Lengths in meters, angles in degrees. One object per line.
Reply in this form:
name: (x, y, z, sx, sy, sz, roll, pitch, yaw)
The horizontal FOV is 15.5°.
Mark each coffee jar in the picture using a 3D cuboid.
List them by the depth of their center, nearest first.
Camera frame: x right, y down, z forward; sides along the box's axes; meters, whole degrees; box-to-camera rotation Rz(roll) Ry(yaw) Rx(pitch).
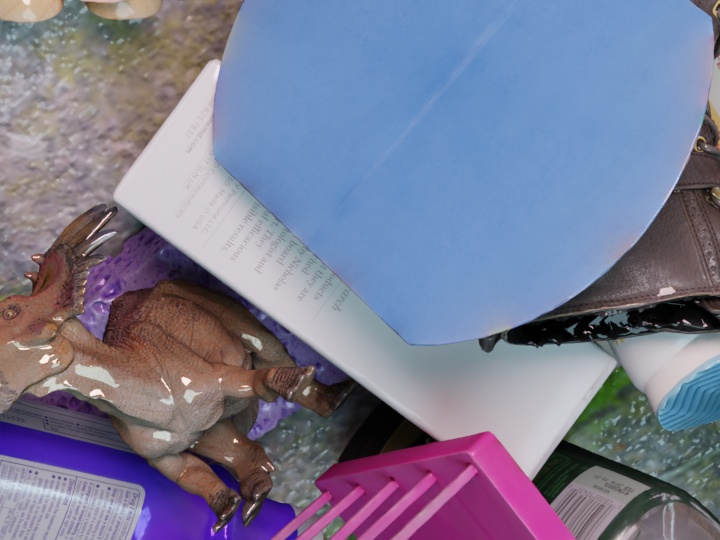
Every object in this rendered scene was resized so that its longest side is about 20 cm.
coffee jar: (0.076, 0.118, 1.170, 0.085, 0.200, 0.104, -50, 123, -12)

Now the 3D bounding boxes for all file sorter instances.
file sorter: (0.017, 0.164, 1.057, 0.125, 0.200, 0.139, -41, 96, -19)

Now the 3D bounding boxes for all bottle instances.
bottle: (-0.114, 0.106, 1.152, 0.199, 0.065, 0.084, 15, 119, -23)

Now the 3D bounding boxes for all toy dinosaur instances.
toy dinosaur: (-0.081, 0.032, 1.088, 0.135, 0.200, 0.086, 38, 97, 11)

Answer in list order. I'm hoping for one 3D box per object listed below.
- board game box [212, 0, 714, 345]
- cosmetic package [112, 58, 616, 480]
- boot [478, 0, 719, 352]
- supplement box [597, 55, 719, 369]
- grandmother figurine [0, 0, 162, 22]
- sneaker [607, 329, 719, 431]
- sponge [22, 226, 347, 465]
board game box: (0.040, -0.062, 0.987, 0.158, 0.200, 0.039, -50, 148, 4)
cosmetic package: (0.000, 0.000, 1.077, 0.200, 0.101, 0.071, 37, 92, -6)
boot: (0.124, -0.056, 1.024, 0.199, 0.175, 0.069, -14, 155, -2)
supplement box: (0.148, -0.060, 1.144, 0.200, 0.074, 0.126, -33, 126, 7)
grandmother figurine: (-0.099, -0.192, 1.006, 0.121, 0.061, 0.201, -9, 127, -20)
sneaker: (0.163, 0.014, 1.101, 0.076, 0.081, 0.200, -40, 159, 23)
sponge: (-0.114, 0.061, 1.180, 0.200, 0.030, 0.112, -36, 124, 9)
